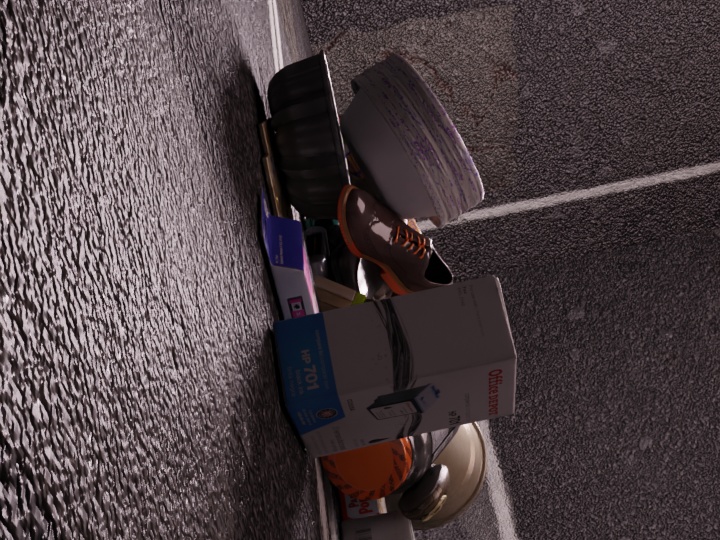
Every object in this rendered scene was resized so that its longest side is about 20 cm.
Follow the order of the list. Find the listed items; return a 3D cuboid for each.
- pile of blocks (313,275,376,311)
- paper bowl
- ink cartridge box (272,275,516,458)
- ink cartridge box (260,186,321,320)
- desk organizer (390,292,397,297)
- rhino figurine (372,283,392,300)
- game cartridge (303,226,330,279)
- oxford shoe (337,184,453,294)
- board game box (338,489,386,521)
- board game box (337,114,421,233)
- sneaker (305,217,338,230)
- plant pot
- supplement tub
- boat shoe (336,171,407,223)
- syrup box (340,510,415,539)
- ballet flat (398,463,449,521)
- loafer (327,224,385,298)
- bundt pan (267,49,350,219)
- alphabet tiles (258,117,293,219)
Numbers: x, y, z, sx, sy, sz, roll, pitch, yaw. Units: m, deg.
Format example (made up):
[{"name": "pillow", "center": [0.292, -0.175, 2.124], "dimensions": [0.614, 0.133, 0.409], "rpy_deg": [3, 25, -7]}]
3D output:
[{"name": "pile of blocks", "center": [0.024, 0.069, 1.149], "dimensions": [0.062, 0.199, 0.082], "rpy_deg": [-68, -159, -4]}, {"name": "paper bowl", "center": [0.049, -0.141, 1.240], "dimensions": [0.201, 0.104, 0.201], "rpy_deg": [58, 0, 0]}, {"name": "ink cartridge box", "center": [0.034, 0.089, 0.956], "dimensions": [0.147, 0.199, 0.086], "rpy_deg": [75, 4, -62]}, {"name": "ink cartridge box", "center": [-0.061, 0.024, 1.041], "dimensions": [0.095, 0.037, 0.201], "rpy_deg": [-99, 175, -58]}, {"name": "desk organizer", "center": [0.039, 0.051, 1.456], "dimensions": [0.200, 0.077, 0.072], "rpy_deg": [46, -4, 33]}, {"name": "rhino figurine", "center": [0.015, 0.033, 1.398], "dimensions": [0.200, 0.087, 0.060], "rpy_deg": [65, 5, 30]}, {"name": "game cartridge", "center": [-0.049, 0.030, 1.315], "dimensions": [0.200, 0.040, 0.134], "rpy_deg": [-96, 180, -75]}, {"name": "oxford shoe", "center": [0.041, -0.036, 1.200], "dimensions": [0.200, 0.072, 0.071], "rpy_deg": [42, 56, -50]}, {"name": "board game box", "center": [-0.001, 0.249, 1.315], "dimensions": [0.152, 0.046, 0.201], "rpy_deg": [75, 4, -60]}, {"name": "board game box", "center": [0.010, -0.116, 1.432], "dimensions": [0.095, 0.030, 0.200], "rpy_deg": [3, -57, 54]}, {"name": "sneaker", "center": [-0.048, -0.083, 1.543], "dimensions": [0.091, 0.077, 0.201], "rpy_deg": [65, 12, -67]}, {"name": "plant pot", "center": [0.063, 0.242, 1.495], "dimensions": [0.184, 0.200, 0.201], "rpy_deg": [56, 21, -58]}, {"name": "supplement tub", "center": [0.035, 0.172, 1.182], "dimensions": [0.200, 0.122, 0.123], "rpy_deg": [-27, 107, -67]}, {"name": "boat shoe", "center": [-0.018, -0.090, 1.399], "dimensions": [0.200, 0.072, 0.068], "rpy_deg": [31, -18, 47]}, {"name": "syrup box", "center": [0.037, 0.373, 1.201], "dimensions": [0.079, 0.081, 0.201], "rpy_deg": [-99, 178, -59]}, {"name": "ballet flat", "center": [0.076, 0.248, 1.179], "dimensions": [0.046, 0.067, 0.200], "rpy_deg": [51, -3, 4]}, {"name": "loafer", "center": [0.000, 0.000, 1.268], "dimensions": [0.200, 0.072, 0.073], "rpy_deg": [-96, 179, -57]}, {"name": "bundt pan", "center": [-0.059, -0.149, 1.242], "dimensions": [0.202, 0.075, 0.203], "rpy_deg": [-11, 90, -88]}, {"name": "alphabet tiles", "center": [-0.091, -0.086, 1.203], "dimensions": [0.200, 0.006, 0.167], "rpy_deg": [-94, 174, -79]}]
